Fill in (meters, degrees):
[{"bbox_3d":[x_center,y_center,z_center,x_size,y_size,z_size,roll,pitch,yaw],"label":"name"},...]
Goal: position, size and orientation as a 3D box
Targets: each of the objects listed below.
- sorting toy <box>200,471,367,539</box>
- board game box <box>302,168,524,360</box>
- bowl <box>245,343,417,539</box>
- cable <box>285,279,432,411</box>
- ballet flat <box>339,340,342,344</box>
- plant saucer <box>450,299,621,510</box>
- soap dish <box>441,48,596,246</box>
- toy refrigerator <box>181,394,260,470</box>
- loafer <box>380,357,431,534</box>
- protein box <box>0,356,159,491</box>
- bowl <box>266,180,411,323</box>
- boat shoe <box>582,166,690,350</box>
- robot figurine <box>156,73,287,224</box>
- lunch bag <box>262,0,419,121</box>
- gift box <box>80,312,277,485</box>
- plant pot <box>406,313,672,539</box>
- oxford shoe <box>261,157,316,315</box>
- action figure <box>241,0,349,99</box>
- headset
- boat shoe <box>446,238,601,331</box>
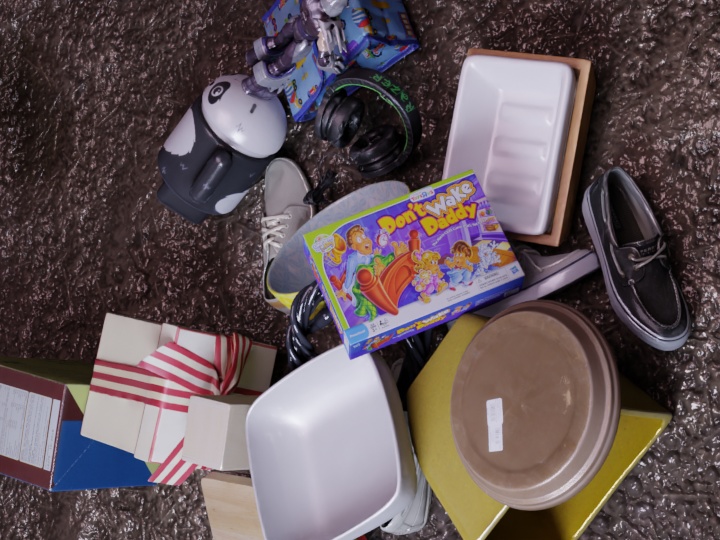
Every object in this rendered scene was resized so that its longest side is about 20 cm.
[{"bbox_3d":[-0.074,0.329,1.668,0.198,0.069,0.201,4,113,36],"label":"sorting toy"},{"bbox_3d":[0.054,-0.008,1.491,0.198,0.045,0.136,-22,68,-9],"label":"board game box"},{"bbox_3d":[-0.023,0.196,1.514,0.199,0.074,0.202,-33,56,30],"label":"bowl"},{"bbox_3d":[-0.003,0.091,1.563,0.051,0.161,0.202,-97,12,-57],"label":"cable"},{"bbox_3d":[-0.012,0.177,1.680,0.075,0.064,0.203,-13,78,36],"label":"ballet flat"},{"bbox_3d":[0.159,0.126,1.355,0.199,0.029,0.203,-13,72,41],"label":"plant saucer"},{"bbox_3d":[0.175,-0.136,1.565,0.156,0.081,0.203,11,92,35],"label":"soap dish"},{"bbox_3d":[-0.120,0.189,1.671,0.069,0.199,0.077,9,91,35],"label":"toy refrigerator"},{"bbox_3d":[0.049,0.201,1.629,0.069,0.069,0.203,-4,83,35],"label":"loafer"},{"bbox_3d":[-0.392,0.198,1.865,0.198,0.198,0.137,10,91,35],"label":"protein box"},{"bbox_3d":[0.000,0.000,1.647,0.198,0.201,0.108,-19,118,32],"label":"bowl"},{"bbox_3d":[0.284,-0.015,1.467,0.071,0.071,0.202,-19,68,-13],"label":"boat shoe"},{"bbox_3d":[-0.179,-0.154,1.786,0.200,0.124,0.151,-48,58,30],"label":"robot figurine"},{"bbox_3d":[-0.043,-0.290,1.746,0.199,0.093,0.152,-36,67,41],"label":"lunch bag"},{"bbox_3d":[-0.228,0.156,1.735,0.185,0.199,0.187,8,90,46],"label":"gift box"},{"bbox_3d":[0.164,0.153,1.486,0.200,0.193,0.196,48,112,34],"label":"plant pot"},{"bbox_3d":[-0.095,-0.045,1.764,0.075,0.057,0.203,-12,76,38],"label":"oxford shoe"},{"bbox_3d":[-0.067,-0.279,1.666,0.199,0.069,0.132,-32,61,48],"label":"action figure"},{"bbox_3d":[-0.009,-0.151,1.675,0.123,0.094,0.200,40,144,-1],"label":"headset"},{"bbox_3d":[0.166,-0.001,1.561,0.201,0.074,0.087,-25,86,38],"label":"boat shoe"}]
